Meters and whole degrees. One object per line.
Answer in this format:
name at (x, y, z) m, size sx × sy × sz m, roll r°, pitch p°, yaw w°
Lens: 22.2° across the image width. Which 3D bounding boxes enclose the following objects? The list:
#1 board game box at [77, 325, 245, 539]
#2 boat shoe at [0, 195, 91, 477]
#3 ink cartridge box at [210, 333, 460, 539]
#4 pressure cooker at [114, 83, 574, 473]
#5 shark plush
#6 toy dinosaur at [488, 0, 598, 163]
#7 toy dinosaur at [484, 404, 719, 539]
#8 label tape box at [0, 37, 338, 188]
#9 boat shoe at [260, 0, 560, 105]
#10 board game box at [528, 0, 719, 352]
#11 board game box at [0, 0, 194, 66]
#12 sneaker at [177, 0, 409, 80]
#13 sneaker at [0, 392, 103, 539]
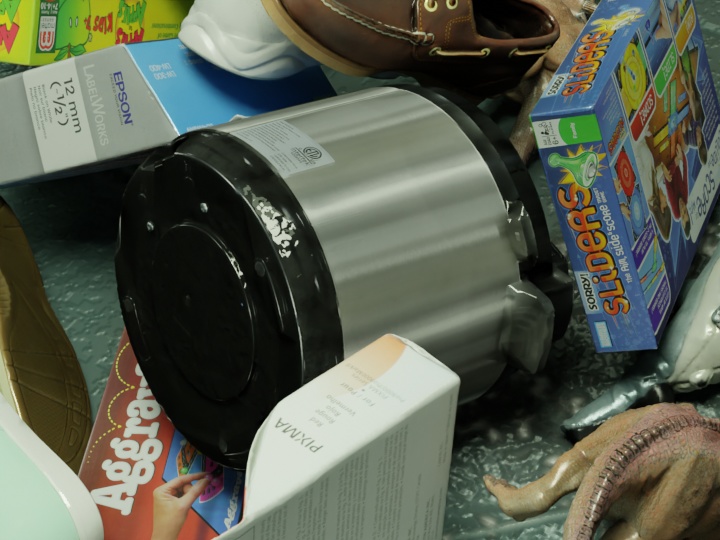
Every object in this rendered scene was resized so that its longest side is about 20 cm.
board game box at (-0.089, 0.072, 0.991) m, size 0.103 × 0.019 × 0.200 m, roll 0°, pitch 47°, yaw 12°
boat shoe at (-0.205, 0.042, 1.012) m, size 0.066 × 0.074 × 0.200 m, roll -34°, pitch 56°, yaw 17°
ink cartridge box at (-0.043, 0.139, 0.792) m, size 0.200 × 0.162 × 0.050 m, roll -27°, pitch 46°, yaw -36°
pressure cooker at (0.001, -0.002, 0.922) m, size 0.200 × 0.179 × 0.176 m, roll -19°, pitch 81°, yaw -36°
shark plush at (0.189, 0.028, 0.974) m, size 0.200 × 0.091 × 0.083 m, roll -52°, pitch 35°, yaw -8°
toy dinosaur at (0.111, -0.142, 1.118) m, size 0.135 × 0.086 × 0.200 m, roll 8°, pitch 57°, yaw -30°
toy dinosaur at (0.147, 0.089, 0.832) m, size 0.135 × 0.200 × 0.086 m, roll -37°, pitch 69°, yaw 26°
label tape box at (-0.100, -0.098, 1.029) m, size 0.200 × 0.066 × 0.143 m, roll -11°, pitch 3°, yaw 39°
boat shoe at (0.029, -0.137, 0.949) m, size 0.070 × 0.200 × 0.071 m, roll -29°, pitch 70°, yaw 31°
board game box at (0.147, -0.067, 0.960) m, size 0.034 × 0.136 × 0.200 m, roll -6°, pitch 27°, yaw 27°
board game box at (-0.192, -0.156, 1.127) m, size 0.101 × 0.048 × 0.200 m, roll 10°, pitch 10°, yaw 20°
sneaker at (-0.010, -0.152, 1.009) m, size 0.070 × 0.080 × 0.200 m, roll 35°, pitch 27°, yaw 29°
sneaker at (-0.233, 0.096, 0.907) m, size 0.118 × 0.074 × 0.200 m, roll -26°, pitch 50°, yaw -39°
